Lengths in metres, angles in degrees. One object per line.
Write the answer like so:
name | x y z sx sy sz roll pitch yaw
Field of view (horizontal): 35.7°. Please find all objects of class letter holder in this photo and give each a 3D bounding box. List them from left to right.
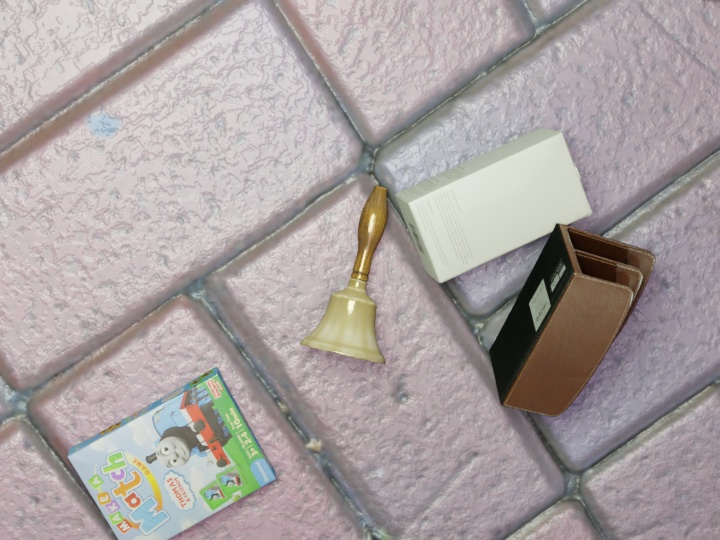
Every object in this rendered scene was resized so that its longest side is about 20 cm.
letter holder | 0.258 0.069 1.307 0.141 0.101 0.201 15 123 -13

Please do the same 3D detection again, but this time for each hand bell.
hand bell | 0.000 0.000 1.309 0.103 0.104 0.202 13 87 -11

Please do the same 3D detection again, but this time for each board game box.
board game box | -0.222 0.230 1.331 0.199 0.037 0.152 -29 104 -2

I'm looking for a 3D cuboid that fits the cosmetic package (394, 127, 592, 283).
cosmetic package | 0.155 -0.078 1.308 0.198 0.085 0.109 -23 104 -5
